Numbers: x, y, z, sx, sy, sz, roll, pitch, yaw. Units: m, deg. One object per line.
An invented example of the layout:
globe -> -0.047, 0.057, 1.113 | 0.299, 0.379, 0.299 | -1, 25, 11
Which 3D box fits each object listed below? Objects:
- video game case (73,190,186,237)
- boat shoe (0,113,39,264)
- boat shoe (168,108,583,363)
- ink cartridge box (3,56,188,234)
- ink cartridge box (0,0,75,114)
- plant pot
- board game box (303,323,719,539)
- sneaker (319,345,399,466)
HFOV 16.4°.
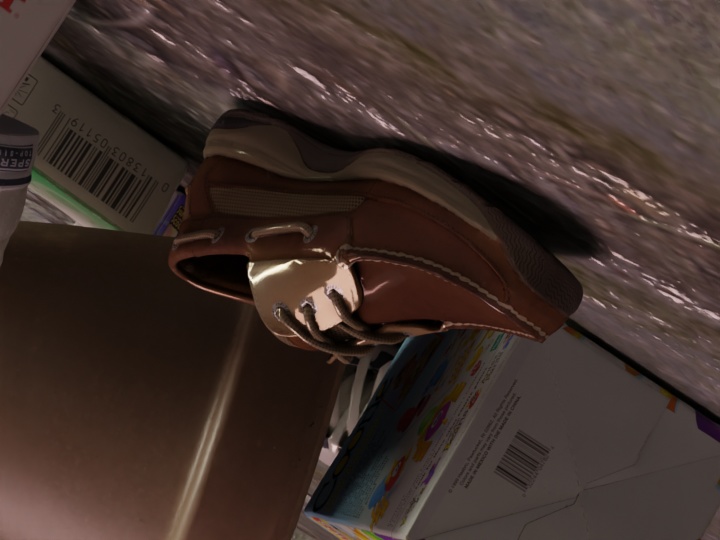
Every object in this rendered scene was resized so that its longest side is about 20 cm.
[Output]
video game case -> -0.119, 0.063, 1.254 | 0.045, 0.182, 0.200 | 29, 170, 25
boat shoe -> -0.191, -0.032, 0.966 | 0.074, 0.086, 0.202 | 4, -168, -41
boat shoe -> 0.000, 0.000, 0.863 | 0.076, 0.072, 0.200 | 37, 170, -33
ink cartridge box -> -0.181, -0.078, 1.139 | 0.161, 0.050, 0.200 | 36, 168, -22
ink cartridge box -> -0.200, -0.063, 0.785 | 0.146, 0.200, 0.085 | 37, 173, -31
plant pot -> -0.110, 0.056, 1.033 | 0.174, 0.201, 0.200 | 20, 172, -5
board game box -> 0.062, 0.088, 1.032 | 0.103, 0.105, 0.200 | 33, 172, -9
sneaker -> 0.006, 0.067, 1.191 | 0.199, 0.080, 0.130 | 34, 169, -17
